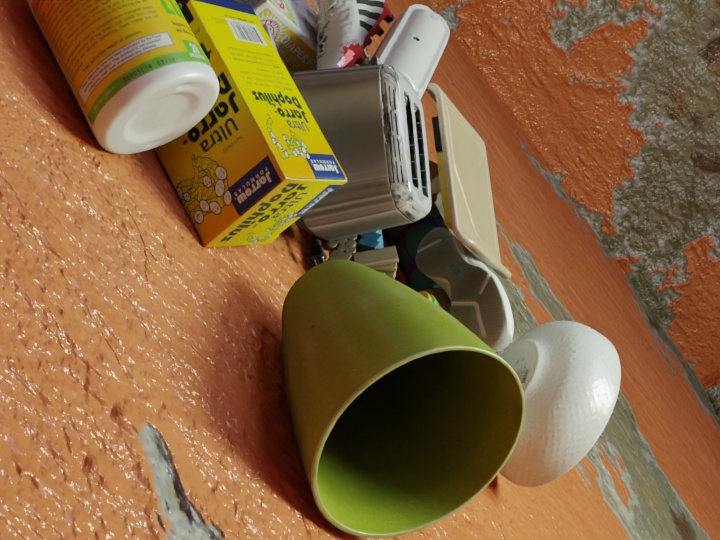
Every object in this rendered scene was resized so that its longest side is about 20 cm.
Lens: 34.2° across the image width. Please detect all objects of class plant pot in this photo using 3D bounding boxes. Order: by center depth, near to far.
[{"bbox_3d":[0.008,0.084,0.984,0.187,0.187,0.200,41,8,-41],"label":"plant pot"}]

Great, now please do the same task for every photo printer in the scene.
[{"bbox_3d":[0.031,-0.206,1.347,0.069,0.167,0.201,31,37,-5],"label":"photo printer"}]

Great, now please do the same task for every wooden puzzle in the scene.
[{"bbox_3d":[0.123,-0.100,1.385,0.185,0.037,0.203,32,45,-65],"label":"wooden puzzle"}]

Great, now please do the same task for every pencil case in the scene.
[{"bbox_3d":[0.076,-0.031,1.491,0.093,0.084,0.202,104,-37,-63],"label":"pencil case"}]

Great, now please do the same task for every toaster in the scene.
[{"bbox_3d":[-0.003,-0.115,1.188,0.113,0.127,0.203,31,53,-66],"label":"toaster"}]

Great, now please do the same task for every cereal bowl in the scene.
[{"bbox_3d":[0.201,0.141,1.354,0.083,0.200,0.201,35,24,-21],"label":"cereal bowl"}]

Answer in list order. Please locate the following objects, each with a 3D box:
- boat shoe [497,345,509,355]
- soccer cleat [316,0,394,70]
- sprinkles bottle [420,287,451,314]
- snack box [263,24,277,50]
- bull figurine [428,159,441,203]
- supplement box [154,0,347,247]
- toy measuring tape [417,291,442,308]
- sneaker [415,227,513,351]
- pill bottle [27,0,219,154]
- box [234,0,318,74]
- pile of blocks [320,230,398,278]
[{"bbox_3d":[0.176,0.120,1.484,0.201,0.069,0.071,55,6,-32],"label":"boat shoe"},{"bbox_3d":[-0.023,-0.273,1.336,0.085,0.068,0.201,44,41,-15],"label":"soccer cleat"},{"bbox_3d":[0.107,0.112,1.348,0.068,0.068,0.202,40,23,-43],"label":"sprinkles bottle"},{"bbox_3d":[-0.075,-0.160,1.268,0.072,0.024,0.202,-109,180,-58],"label":"snack box"},{"bbox_3d":[0.033,-0.110,1.421,0.121,0.066,0.200,36,42,15],"label":"bull figurine"},{"bbox_3d":[-0.120,-0.136,1.065,0.109,0.108,0.202,-6,63,-60],"label":"supplement box"},{"bbox_3d":[0.062,0.076,1.284,0.074,0.073,0.201,50,18,-21],"label":"toy measuring tape"},{"bbox_3d":[0.135,0.025,1.339,0.080,0.071,0.201,32,18,-36],"label":"sneaker"},{"bbox_3d":[-0.207,-0.209,0.968,0.202,0.110,0.111,61,17,13],"label":"pill bottle"},{"bbox_3d":[-0.109,-0.273,1.379,0.199,0.101,0.113,33,28,-53],"label":"box"},{"bbox_3d":[0.000,0.000,1.232,0.201,0.081,0.063,-97,179,-50],"label":"pile of blocks"}]
